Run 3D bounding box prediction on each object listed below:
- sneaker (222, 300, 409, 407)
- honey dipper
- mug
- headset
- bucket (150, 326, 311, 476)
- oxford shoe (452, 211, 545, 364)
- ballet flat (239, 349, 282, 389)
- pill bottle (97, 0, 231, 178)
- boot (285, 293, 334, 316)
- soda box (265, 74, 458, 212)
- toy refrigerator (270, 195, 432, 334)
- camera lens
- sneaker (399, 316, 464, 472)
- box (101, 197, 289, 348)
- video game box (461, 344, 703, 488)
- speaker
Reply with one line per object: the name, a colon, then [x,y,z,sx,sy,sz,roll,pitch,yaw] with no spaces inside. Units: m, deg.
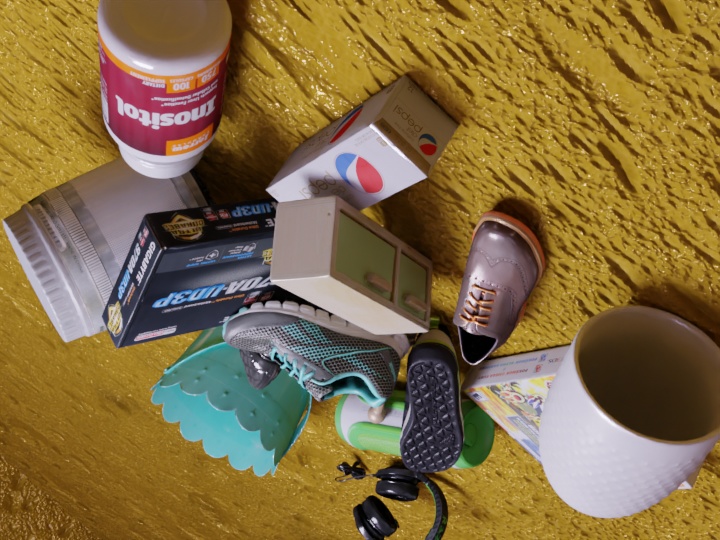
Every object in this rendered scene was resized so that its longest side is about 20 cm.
sneaker: [-0.049,0.091,1.137,0.199,0.091,0.078,9,148,0]
honey dipper: [0.035,0.112,1.241,0.038,0.038,0.200,25,137,13]
mug: [0.262,0.140,0.993,0.199,0.148,0.176,-5,141,-16]
headset: [0.043,0.335,1.564,0.200,0.124,0.094,30,175,35]
bucket: [-0.165,0.167,1.473,0.207,0.135,0.207,24,152,14]
oxford shoe: [0.126,0.022,1.019,0.071,0.073,0.200,22,150,19]
ballet flat: [-0.140,0.050,1.249,0.066,0.200,0.057,13,124,-35]
pill bottle: [-0.178,-0.171,0.982,0.113,0.113,0.200,30,152,5]
boot: [-0.017,0.075,1.252,0.165,0.066,0.200,16,146,44]
soda box: [-0.004,-0.099,0.972,0.068,0.064,0.200,41,150,-16]
toy refrigerator: [0.000,0.000,1.022,0.070,0.076,0.200,-5,161,28]
camera lens: [-0.257,-0.033,1.158,0.160,0.200,0.160,51,159,29]
sneaker: [0.085,0.139,1.213,0.071,0.083,0.200,6,127,3]
box: [-0.146,-0.002,1.096,0.046,0.200,0.159,57,136,25]
video game box: [0.235,0.164,1.163,0.200,0.047,0.182,43,147,-18]
speaker: [0.064,0.190,1.334,0.200,0.089,0.089,3,140,43]
